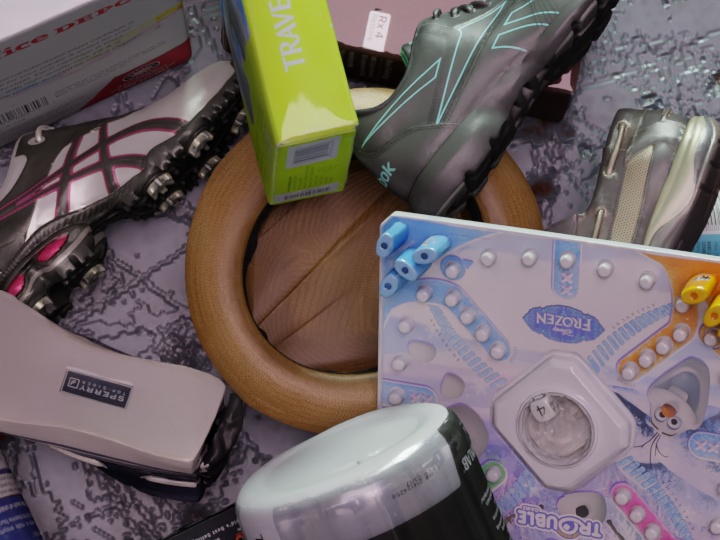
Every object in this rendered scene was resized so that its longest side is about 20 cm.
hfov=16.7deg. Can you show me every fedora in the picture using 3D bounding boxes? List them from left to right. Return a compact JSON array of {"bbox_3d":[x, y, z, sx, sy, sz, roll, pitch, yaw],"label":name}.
[{"bbox_3d":[0.000,0.000,1.343,0.201,0.082,0.201,1,78,-6],"label":"fedora"}]

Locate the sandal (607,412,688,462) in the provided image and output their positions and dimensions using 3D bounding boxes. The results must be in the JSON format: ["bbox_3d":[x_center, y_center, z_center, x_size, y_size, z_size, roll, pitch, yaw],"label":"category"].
[{"bbox_3d":[0.150,0.163,1.291,0.080,0.057,0.201,-3,125,17],"label":"sandal"}]

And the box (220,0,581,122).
[{"bbox_3d":[0.029,-0.155,1.373,0.200,0.075,0.100,11,81,-2],"label":"box"}]

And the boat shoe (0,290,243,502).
[{"bbox_3d":[-0.161,0.073,1.319,0.200,0.093,0.075,21,67,5],"label":"boat shoe"}]

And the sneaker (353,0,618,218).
[{"bbox_3d":[0.071,-0.120,1.296,0.079,0.075,0.200,37,77,12],"label":"sneaker"}]

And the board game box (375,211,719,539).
[{"bbox_3d":[0.099,0.080,1.239,0.200,0.026,0.200,8,112,19],"label":"board game box"}]

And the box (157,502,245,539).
[{"bbox_3d":[-0.103,0.224,1.242,0.200,0.049,0.161,-22,88,-32],"label":"box"}]

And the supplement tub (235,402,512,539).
[{"bbox_3d":[0.028,0.177,1.221,0.123,0.123,0.200,-23,100,-5],"label":"supplement tub"}]

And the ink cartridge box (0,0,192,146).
[{"bbox_3d":[-0.185,-0.169,1.303,0.145,0.200,0.145,-24,83,-5],"label":"ink cartridge box"}]

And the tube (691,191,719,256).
[{"bbox_3d":[0.250,-0.021,1.374,0.200,0.050,0.077,-2,84,-5],"label":"tube"}]

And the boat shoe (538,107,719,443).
[{"bbox_3d":[0.130,0.002,1.306,0.073,0.075,0.200,20,70,19],"label":"boat shoe"}]

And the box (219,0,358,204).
[{"bbox_3d":[-0.047,-0.146,1.266,0.048,0.122,0.200,-13,78,-6],"label":"box"}]

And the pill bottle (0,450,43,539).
[{"bbox_3d":[-0.205,0.192,1.292,0.111,0.111,0.200,-26,83,-5],"label":"pill bottle"}]

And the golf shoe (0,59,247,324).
[{"bbox_3d":[-0.143,-0.059,1.353,0.200,0.077,0.088,-43,78,-8],"label":"golf shoe"}]
